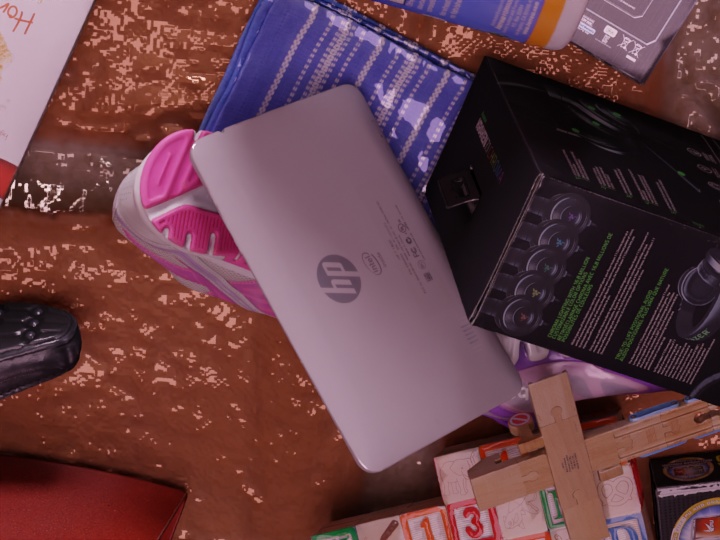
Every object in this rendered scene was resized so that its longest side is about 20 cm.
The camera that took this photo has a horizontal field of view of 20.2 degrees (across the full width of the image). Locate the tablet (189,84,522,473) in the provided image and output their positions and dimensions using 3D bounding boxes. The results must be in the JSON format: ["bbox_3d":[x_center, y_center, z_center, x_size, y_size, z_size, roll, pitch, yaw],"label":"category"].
[{"bbox_3d":[0.000,0.000,1.100,0.014,0.130,0.201,-37,80,49],"label":"tablet"}]

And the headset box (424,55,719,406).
[{"bbox_3d":[0.139,-0.021,1.095,0.198,0.174,0.093,18,112,-16],"label":"headset box"}]

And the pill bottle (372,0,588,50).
[{"bbox_3d":[0.024,-0.190,1.031,0.198,0.112,0.113,15,111,-2],"label":"pill bottle"}]

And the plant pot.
[{"bbox_3d":[-0.236,0.218,1.211,0.175,0.200,0.201,23,110,3],"label":"plant pot"}]

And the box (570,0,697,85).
[{"bbox_3d":[0.111,-0.220,1.102,0.199,0.048,0.159,28,108,-9],"label":"box"}]

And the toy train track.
[{"bbox_3d":[0.156,0.089,1.158,0.198,0.033,0.115,-18,117,-2],"label":"toy train track"}]

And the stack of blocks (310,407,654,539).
[{"bbox_3d":[0.075,0.163,1.224,0.198,0.059,0.116,-15,89,10],"label":"stack of blocks"}]

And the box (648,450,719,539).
[{"bbox_3d":[0.268,0.207,1.263,0.159,0.044,0.202,-6,110,3],"label":"box"}]

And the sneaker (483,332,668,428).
[{"bbox_3d":[0.116,0.053,1.196,0.198,0.081,0.089,2,128,-6],"label":"sneaker"}]

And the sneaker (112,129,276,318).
[{"bbox_3d":[-0.057,-0.017,1.156,0.199,0.088,0.082,32,72,-29],"label":"sneaker"}]

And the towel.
[{"bbox_3d":[0.007,-0.066,1.178,0.199,0.024,0.146,26,110,-8],"label":"towel"}]

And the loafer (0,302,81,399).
[{"bbox_3d":[-0.255,0.071,1.216,0.199,0.068,0.071,-15,118,12],"label":"loafer"}]

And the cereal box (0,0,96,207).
[{"bbox_3d":[-0.230,-0.147,1.143,0.143,0.040,0.201,24,109,-9],"label":"cereal box"}]
